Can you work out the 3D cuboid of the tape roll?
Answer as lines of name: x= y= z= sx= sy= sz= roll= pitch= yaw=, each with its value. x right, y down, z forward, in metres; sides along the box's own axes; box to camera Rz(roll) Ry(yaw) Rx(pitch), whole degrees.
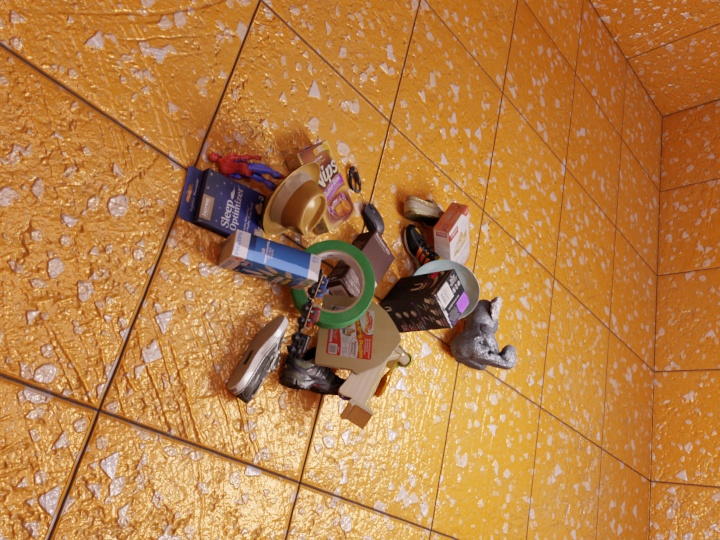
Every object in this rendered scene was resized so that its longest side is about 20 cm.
tape roll: x=-0.065 y=0.032 z=1.459 sx=0.195 sy=0.048 sz=0.206 roll=3 pitch=71 yaw=-9

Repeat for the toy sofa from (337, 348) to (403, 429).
toy sofa: x=0.015 y=0.256 z=1.471 sx=0.096 sy=0.083 sz=0.202 roll=29 pitch=50 yaw=2

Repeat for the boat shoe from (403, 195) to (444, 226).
boat shoe: x=0.200 y=-0.176 z=1.830 sx=0.198 sy=0.073 sz=0.068 roll=11 pitch=72 yaw=-49

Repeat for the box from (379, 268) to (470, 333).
box: x=0.169 y=0.083 z=1.657 sx=0.122 sy=0.197 sz=0.107 roll=-46 pitch=113 yaw=-40

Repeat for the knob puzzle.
knob puzzle: x=-0.002 y=0.153 z=1.467 sx=0.214 sy=0.031 sz=0.224 roll=5 pitch=58 yaw=-7

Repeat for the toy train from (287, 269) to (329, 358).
toy train: x=-0.112 y=0.097 z=1.386 sx=0.045 sy=0.034 sz=0.204 roll=19 pitch=89 yaw=1

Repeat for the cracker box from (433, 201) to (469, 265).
cracker box: x=0.269 y=-0.077 z=1.833 sx=0.135 sy=0.057 sz=0.203 roll=-51 pitch=144 yaw=-37

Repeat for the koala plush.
koala plush: x=0.359 y=0.176 z=1.863 sx=0.181 sy=0.176 sz=0.205 roll=23 pitch=70 yaw=-29

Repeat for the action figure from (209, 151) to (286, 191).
action figure: x=-0.239 y=-0.222 z=1.388 sx=0.196 sy=0.066 sz=0.052 roll=15 pitch=42 yaw=-28

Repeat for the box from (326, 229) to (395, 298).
box: x=0.000 y=0.000 z=1.592 sx=0.101 sy=0.074 sz=0.201 roll=54 pitch=48 yaw=-23

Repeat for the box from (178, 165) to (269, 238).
box: x=-0.290 y=-0.136 z=1.350 sx=0.198 sy=0.032 sz=0.124 roll=23 pitch=67 yaw=-40

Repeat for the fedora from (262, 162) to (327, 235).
fedora: x=-0.132 y=-0.142 z=1.398 sx=0.081 sy=0.203 sz=0.200 roll=40 pitch=44 yaw=15

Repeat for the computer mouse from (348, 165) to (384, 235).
computer mouse: x=0.019 y=-0.184 z=1.675 sx=0.058 sy=0.034 sz=0.203 roll=-37 pitch=108 yaw=-42

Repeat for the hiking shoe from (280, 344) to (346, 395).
hiking shoe: x=-0.092 y=0.231 z=1.449 sx=0.198 sy=0.075 sz=0.103 roll=20 pitch=71 yaw=-41

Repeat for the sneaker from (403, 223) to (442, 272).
sneaker: x=0.193 y=-0.043 z=1.784 sx=0.070 sy=0.089 sz=0.204 roll=-34 pitch=108 yaw=-44

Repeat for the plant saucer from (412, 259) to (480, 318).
plant saucer: x=0.235 y=0.049 z=1.752 sx=0.203 sy=0.198 sz=0.039 roll=56 pitch=27 yaw=-21

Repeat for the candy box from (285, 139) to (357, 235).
candy box: x=-0.095 y=-0.205 z=1.546 sx=0.116 sy=0.056 sz=0.204 roll=-35 pitch=106 yaw=-43

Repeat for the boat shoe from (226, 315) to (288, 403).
boat shoe: x=-0.209 y=0.189 z=1.347 sx=0.064 sy=0.070 sz=0.202 roll=47 pitch=60 yaw=-27

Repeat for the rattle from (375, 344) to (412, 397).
rattle: x=0.029 y=0.197 z=1.608 sx=0.200 sy=0.142 sz=0.131 roll=43 pitch=18 yaw=-18

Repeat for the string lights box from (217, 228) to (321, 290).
string lights box: x=-0.194 y=-0.020 z=1.341 sx=0.196 sy=0.102 sz=0.060 roll=17 pitch=69 yaw=-25
